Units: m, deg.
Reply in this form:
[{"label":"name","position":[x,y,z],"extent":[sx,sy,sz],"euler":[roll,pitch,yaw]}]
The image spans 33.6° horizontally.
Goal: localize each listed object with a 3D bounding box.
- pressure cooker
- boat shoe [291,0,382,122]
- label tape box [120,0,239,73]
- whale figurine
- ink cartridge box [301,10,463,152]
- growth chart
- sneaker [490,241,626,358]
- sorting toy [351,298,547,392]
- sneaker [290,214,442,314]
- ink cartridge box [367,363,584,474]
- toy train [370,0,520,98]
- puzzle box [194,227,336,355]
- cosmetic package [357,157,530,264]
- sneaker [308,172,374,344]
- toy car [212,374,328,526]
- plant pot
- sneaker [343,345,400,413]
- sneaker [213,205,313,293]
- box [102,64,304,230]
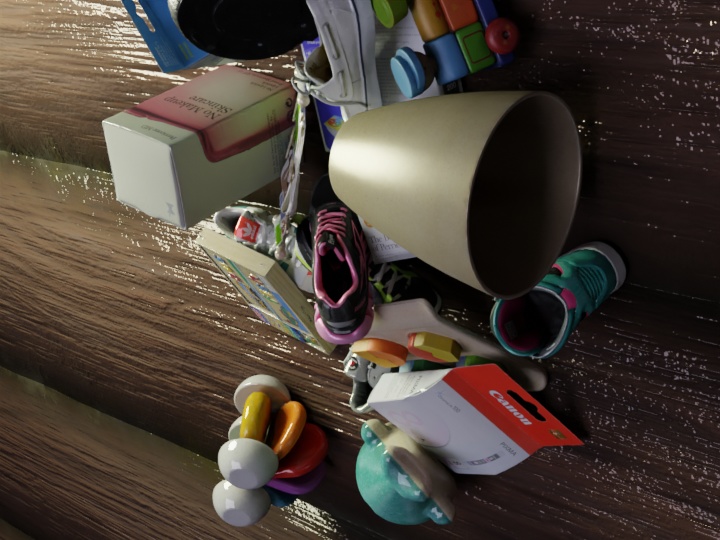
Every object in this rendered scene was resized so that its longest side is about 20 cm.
[{"label":"pressure cooker","position":[-0.117,-0.336,1.196],"extent":[0.178,0.176,0.201],"euler":[-25,61,32]},{"label":"boat shoe","position":[-0.030,-0.200,1.185],"extent":[0.202,0.086,0.075],"euler":[86,162,-60]},{"label":"label tape box","position":[-0.178,-0.299,1.301],"extent":[0.063,0.200,0.144],"euler":[-30,92,25]},{"label":"whale figurine","position":[0.046,0.256,1.449],"extent":[0.159,0.104,0.200],"euler":[48,179,7]},{"label":"ink cartridge box","position":[0.019,-0.218,1.266],"extent":[0.198,0.043,0.201],"euler":[11,124,44]},{"label":"growth chart","position":[-0.078,-0.126,1.356],"extent":[0.145,0.018,0.201],"euler":[-113,31,-73]},{"label":"sneaker","position":[0.171,0.048,1.214],"extent":[0.084,0.121,0.200],"euler":[55,143,5]},{"label":"sorting toy","position":[0.081,0.096,1.335],"extent":[0.200,0.037,0.185],"euler":[32,155,-31]},{"label":"sneaker","position":[0.000,0.000,1.355],"extent":[0.200,0.072,0.083],"euler":[28,158,16]},{"label":"ink cartridge box","position":[0.126,0.173,1.349],"extent":[0.162,0.057,0.200],"euler":[41,156,-24]},{"label":"toy train","position":[0.058,-0.268,1.113],"extent":[0.201,0.115,0.085],"euler":[67,164,-11]},{"label":"puzzle box","position":[-0.118,0.028,1.526],"extent":[0.133,0.025,0.200],"euler":[25,161,37]},{"label":"cosmetic package","position":[0.094,-0.065,1.234],"extent":[0.199,0.051,0.083],"euler":[-11,106,32]},{"label":"sneaker","position":[-0.024,-0.027,1.273],"extent":[0.095,0.079,0.201],"euler":[65,-163,-62]},{"label":"toy car","position":[-0.120,0.260,1.680],"extent":[0.149,0.175,0.200],"euler":[12,132,-2]},{"label":"plant pot","position":[0.074,-0.089,1.116],"extent":[0.200,0.187,0.188],"euler":[18,127,38]},{"label":"sneaker","position":[0.022,0.092,1.441],"extent":[0.074,0.088,0.201],"euler":[28,131,36]},{"label":"sneaker","position":[-0.106,-0.030,1.468],"extent":[0.200,0.093,0.071],"euler":[29,97,44]},{"label":"box","position":[-0.182,-0.151,1.407],"extent":[0.128,0.200,0.109],"euler":[22,131,36]}]
